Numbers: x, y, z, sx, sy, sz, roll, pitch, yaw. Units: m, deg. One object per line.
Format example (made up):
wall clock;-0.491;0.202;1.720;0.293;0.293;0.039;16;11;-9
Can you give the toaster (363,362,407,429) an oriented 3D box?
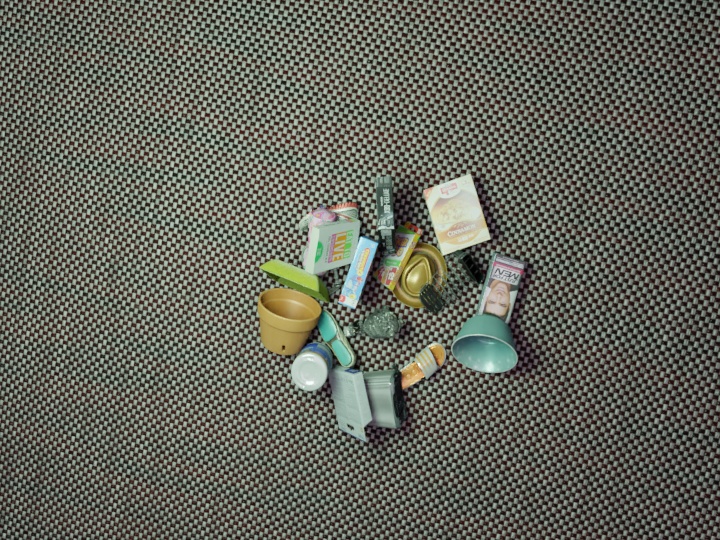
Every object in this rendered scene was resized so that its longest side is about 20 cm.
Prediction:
toaster;0.065;0.390;1.694;0.126;0.114;0.206;-6;102;19

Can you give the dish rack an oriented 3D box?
dish rack;0.268;0.044;1.648;0.200;0.055;0.153;-46;134;-1

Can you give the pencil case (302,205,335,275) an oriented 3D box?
pencil case;-0.125;-0.087;1.655;0.085;0.088;0.205;12;117;4

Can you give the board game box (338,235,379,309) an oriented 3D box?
board game box;0.000;0.000;1.642;0.055;0.200;0.201;20;96;3

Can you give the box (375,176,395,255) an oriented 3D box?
box;0.076;-0.156;1.603;0.048;0.201;0.162;-3;72;4

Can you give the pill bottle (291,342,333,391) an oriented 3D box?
pill bottle;-0.142;0.284;1.671;0.108;0.200;0.116;0;95;3

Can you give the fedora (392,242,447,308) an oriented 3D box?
fedora;0.178;0.016;1.684;0.194;0.082;0.207;0;93;4

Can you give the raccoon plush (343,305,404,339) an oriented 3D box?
raccoon plush;0.042;0.186;1.681;0.197;0.134;0.099;-29;92;6

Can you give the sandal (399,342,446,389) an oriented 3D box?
sandal;0.186;0.313;1.714;0.205;0.059;0.080;-40;90;7

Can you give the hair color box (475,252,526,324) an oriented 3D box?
hair color box;0.428;0.057;1.676;0.096;0.061;0.206;16;96;4

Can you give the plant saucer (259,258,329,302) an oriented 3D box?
plant saucer;-0.188;0.026;1.659;0.195;0.200;0.049;21;80;11

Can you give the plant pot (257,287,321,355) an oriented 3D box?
plant pot;-0.230;0.163;1.688;0.195;0.201;0.143;18;111;4

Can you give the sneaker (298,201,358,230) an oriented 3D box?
sneaker;-0.099;-0.153;1.699;0.194;0.078;0.085;-13;88;6

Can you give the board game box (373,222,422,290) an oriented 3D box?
board game box;0.115;-0.050;1.684;0.030;0.095;0.203;26;95;-35

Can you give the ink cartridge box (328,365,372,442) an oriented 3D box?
ink cartridge box;-0.031;0.401;1.680;0.042;0.195;0.206;-14;94;-26

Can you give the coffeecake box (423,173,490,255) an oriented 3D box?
coffeecake box;0.290;-0.167;1.661;0.150;0.073;0.205;-18;87;6

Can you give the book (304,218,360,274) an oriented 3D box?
book;-0.080;-0.076;1.611;0.047;0.198;0.137;24;115;29

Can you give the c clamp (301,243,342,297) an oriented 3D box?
c clamp;-0.106;-0.018;1.737;0.165;0.027;0.207;-4;93;5

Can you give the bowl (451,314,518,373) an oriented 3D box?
bowl;0.376;0.209;1.643;0.195;0.203;0.107;16;53;4

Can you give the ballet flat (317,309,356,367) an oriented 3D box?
ballet flat;-0.076;0.218;1.731;0.067;0.062;0.203;-33;73;14
